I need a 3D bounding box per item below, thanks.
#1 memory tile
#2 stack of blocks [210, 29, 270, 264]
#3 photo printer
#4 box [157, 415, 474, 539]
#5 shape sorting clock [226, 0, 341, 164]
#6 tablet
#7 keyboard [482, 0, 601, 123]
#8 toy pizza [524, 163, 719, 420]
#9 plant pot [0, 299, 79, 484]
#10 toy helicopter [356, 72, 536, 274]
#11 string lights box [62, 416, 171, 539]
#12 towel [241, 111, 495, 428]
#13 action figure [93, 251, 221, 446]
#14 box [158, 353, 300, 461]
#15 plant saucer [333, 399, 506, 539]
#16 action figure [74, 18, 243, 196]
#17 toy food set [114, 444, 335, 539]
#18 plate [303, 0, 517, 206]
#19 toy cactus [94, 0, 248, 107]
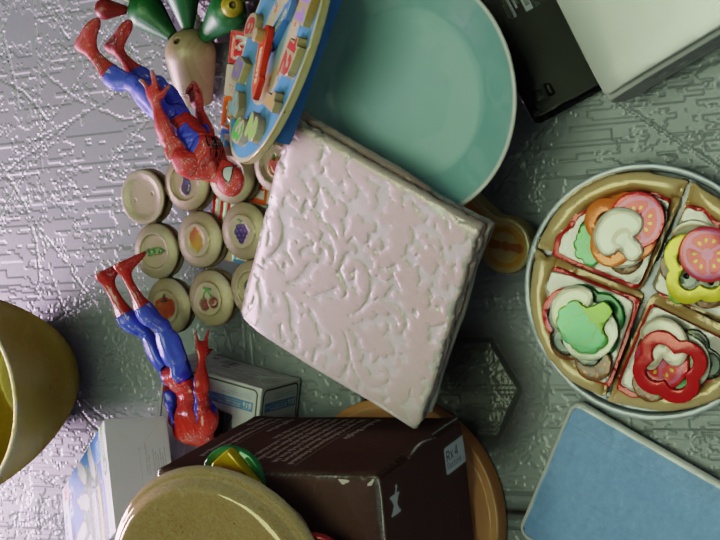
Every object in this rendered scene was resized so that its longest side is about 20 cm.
[{"bbox_3d":[-0.118,-0.030,1.448,0.200,0.017,0.154,-11,90,34],"label":"memory tile"},{"bbox_3d":[-0.060,-0.101,1.447,0.115,0.059,0.200,13,103,31],"label":"stack of blocks"},{"bbox_3d":[0.212,-0.250,1.252,0.166,0.069,0.200,-29,80,31],"label":"photo printer"},{"bbox_3d":[-0.031,0.216,1.356,0.200,0.166,0.165,-2,100,27],"label":"box"},{"bbox_3d":[-0.066,-0.181,1.323,0.200,0.039,0.200,-46,36,48],"label":"shape sorting clock"},{"bbox_3d":[0.229,0.204,1.329,0.200,0.014,0.130,30,111,27],"label":"tablet"},{"bbox_3d":[0.118,-0.213,1.346,0.104,0.040,0.200,-27,80,8],"label":"keyboard"},{"bbox_3d":[0.218,0.019,1.285,0.200,0.032,0.201,4,101,23],"label":"toy pizza"},{"bbox_3d":[-0.353,0.110,1.609,0.200,0.142,0.200,4,98,32],"label":"plant pot"},{"bbox_3d":[0.059,-0.064,1.369,0.200,0.079,0.132,43,116,16],"label":"toy helicopter"},{"bbox_3d":[-0.219,0.214,1.518,0.200,0.059,0.103,129,136,-57],"label":"string lights box"},{"bbox_3d":[0.000,0.000,1.333,0.191,0.032,0.200,30,124,22],"label":"towel"},{"bbox_3d":[-0.161,0.081,1.460,0.065,0.052,0.200,-21,95,47],"label":"action figure"},{"bbox_3d":[-0.126,0.185,1.523,0.117,0.060,0.200,14,103,30],"label":"box"},{"bbox_3d":[0.030,0.208,1.445,0.200,0.032,0.201,4,97,32],"label":"plant saucer"},{"bbox_3d":[-0.161,-0.136,1.411,0.052,0.065,0.200,-48,68,23],"label":"action figure"},{"bbox_3d":[-0.100,0.240,1.273,0.198,0.049,0.200,-42,81,28],"label":"toy food set"},{"bbox_3d":[0.035,-0.138,1.308,0.200,0.026,0.201,6,103,30],"label":"plate"},{"bbox_3d":[-0.156,-0.226,1.484,0.200,0.102,0.165,1,106,24],"label":"toy cactus"}]
